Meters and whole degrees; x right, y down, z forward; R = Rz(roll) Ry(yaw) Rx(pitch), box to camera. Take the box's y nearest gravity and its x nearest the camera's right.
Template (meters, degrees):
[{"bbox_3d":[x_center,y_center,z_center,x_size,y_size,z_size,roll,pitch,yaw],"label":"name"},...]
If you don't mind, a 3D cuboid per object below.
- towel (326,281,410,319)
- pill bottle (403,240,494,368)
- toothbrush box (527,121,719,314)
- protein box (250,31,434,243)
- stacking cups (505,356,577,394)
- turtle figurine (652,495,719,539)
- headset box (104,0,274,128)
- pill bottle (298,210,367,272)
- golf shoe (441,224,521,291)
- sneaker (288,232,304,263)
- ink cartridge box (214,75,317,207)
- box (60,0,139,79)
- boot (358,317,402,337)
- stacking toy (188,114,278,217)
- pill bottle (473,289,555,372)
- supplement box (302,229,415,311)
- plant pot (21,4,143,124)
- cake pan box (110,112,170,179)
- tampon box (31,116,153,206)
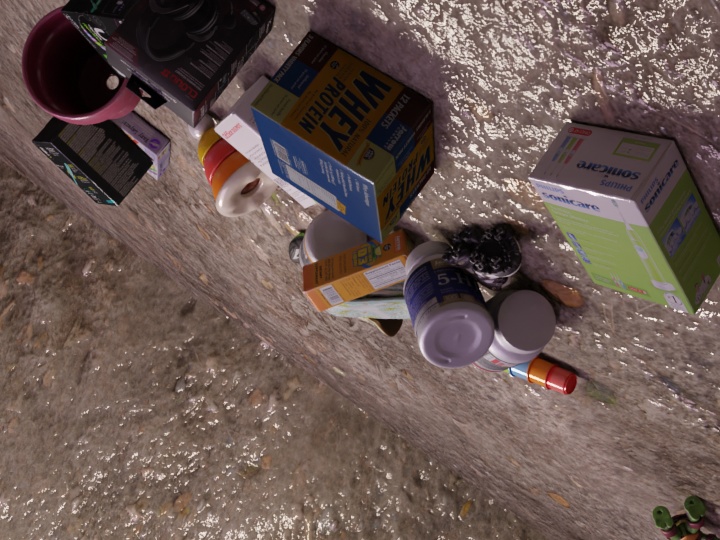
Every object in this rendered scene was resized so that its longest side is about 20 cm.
[{"bbox_3d":[0.031,0.059,2.056,0.197,0.049,0.171,3,165,-4],"label":"towel"},{"bbox_3d":[0.130,0.046,1.693,0.120,0.119,0.201,46,-163,-33],"label":"pill bottle"},{"bbox_3d":[0.297,-0.057,1.191,0.145,0.087,0.200,20,159,48],"label":"toothbrush box"},{"bbox_3d":[-0.018,-0.174,1.462,0.199,0.136,0.199,32,165,16],"label":"protein box"},{"bbox_3d":[0.297,0.168,1.950,0.198,0.061,0.061,18,157,42],"label":"stacking cups"},{"bbox_3d":[0.636,0.541,2.091,0.142,0.201,0.195,5,141,34],"label":"turtle figurine"},{"bbox_3d":[-0.231,-0.302,1.435,0.148,0.201,0.077,37,166,-1],"label":"headset box"},{"bbox_3d":[-0.056,-0.035,2.016,0.116,0.117,0.200,36,166,0],"label":"pill bottle"},{"bbox_3d":[0.200,-0.014,1.588,0.094,0.078,0.200,37,176,-19],"label":"golf shoe"},{"bbox_3d":[-0.098,-0.022,2.213,0.077,0.084,0.199,45,163,-28],"label":"sneaker"},{"bbox_3d":[-0.120,-0.201,1.717,0.199,0.084,0.145,40,165,-13],"label":"ink cartridge box"},{"bbox_3d":[-0.312,-0.364,1.583,0.199,0.125,0.149,20,158,46],"label":"box"},{"bbox_3d":[-0.008,0.050,2.261,0.154,0.072,0.200,28,163,40],"label":"boot"},{"bbox_3d":[-0.245,-0.211,1.963,0.201,0.145,0.146,51,171,20],"label":"stacking toy"},{"bbox_3d":[0.236,0.096,1.738,0.115,0.116,0.200,36,166,-1],"label":"pill bottle"},{"bbox_3d":[0.000,0.000,1.866,0.198,0.067,0.069,-19,135,15],"label":"supplement box"},{"bbox_3d":[-0.467,-0.346,1.903,0.199,0.201,0.179,34,-179,7],"label":"plant pot"},{"bbox_3d":[-0.505,-0.296,2.388,0.184,0.052,0.200,40,165,-2],"label":"cake pan box"},{"bbox_3d":[-0.577,-0.254,2.334,0.200,0.127,0.149,46,162,-29],"label":"tampon box"}]
